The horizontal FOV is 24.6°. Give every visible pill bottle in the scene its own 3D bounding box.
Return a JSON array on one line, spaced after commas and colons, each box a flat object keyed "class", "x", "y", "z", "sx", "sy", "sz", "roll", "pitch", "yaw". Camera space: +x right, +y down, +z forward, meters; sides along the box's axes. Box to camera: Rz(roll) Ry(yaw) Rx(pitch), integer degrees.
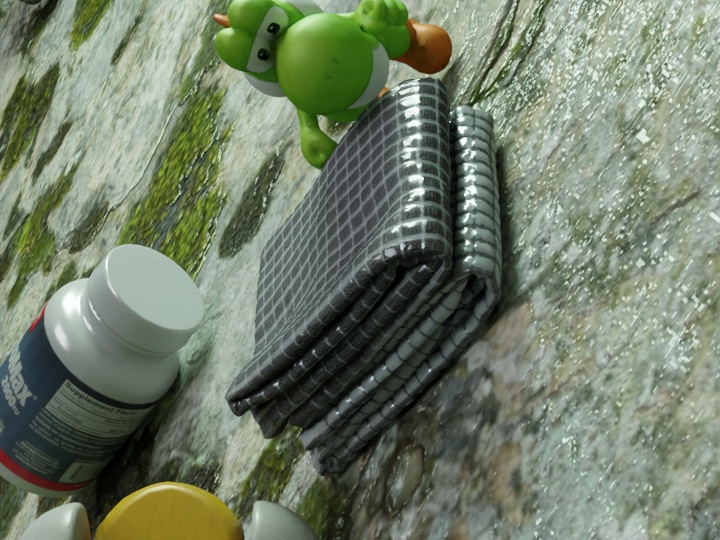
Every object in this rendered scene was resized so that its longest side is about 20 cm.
[{"class": "pill bottle", "x": -0.214, "y": 0.077, "z": 1.320, "sx": 0.200, "sy": 0.119, "sz": 0.120, "roll": -49, "pitch": 28, "yaw": 29}]

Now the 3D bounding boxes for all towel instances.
[{"class": "towel", "x": 0.000, "y": 0.000, "z": 1.004, "sx": 0.200, "sy": 0.085, "sz": 0.166, "roll": -47, "pitch": 28, "yaw": 33}]

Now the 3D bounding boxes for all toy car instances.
[{"class": "toy car", "x": -0.111, "y": 0.229, "z": 0.944, "sx": 0.150, "sy": 0.174, "sz": 0.200, "roll": 91, "pitch": 179, "yaw": -45}]

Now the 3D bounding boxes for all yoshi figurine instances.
[{"class": "yoshi figurine", "x": -0.009, "y": -0.127, "z": 1.055, "sx": 0.112, "sy": 0.200, "sz": 0.113, "roll": -13, "pitch": 82, "yaw": 30}]

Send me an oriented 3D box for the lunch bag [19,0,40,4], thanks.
[{"class": "lunch bag", "x": -0.466, "y": -0.504, "z": 2.388, "sx": 0.168, "sy": 0.139, "sz": 0.201, "roll": -26, "pitch": 44, "yaw": 55}]
